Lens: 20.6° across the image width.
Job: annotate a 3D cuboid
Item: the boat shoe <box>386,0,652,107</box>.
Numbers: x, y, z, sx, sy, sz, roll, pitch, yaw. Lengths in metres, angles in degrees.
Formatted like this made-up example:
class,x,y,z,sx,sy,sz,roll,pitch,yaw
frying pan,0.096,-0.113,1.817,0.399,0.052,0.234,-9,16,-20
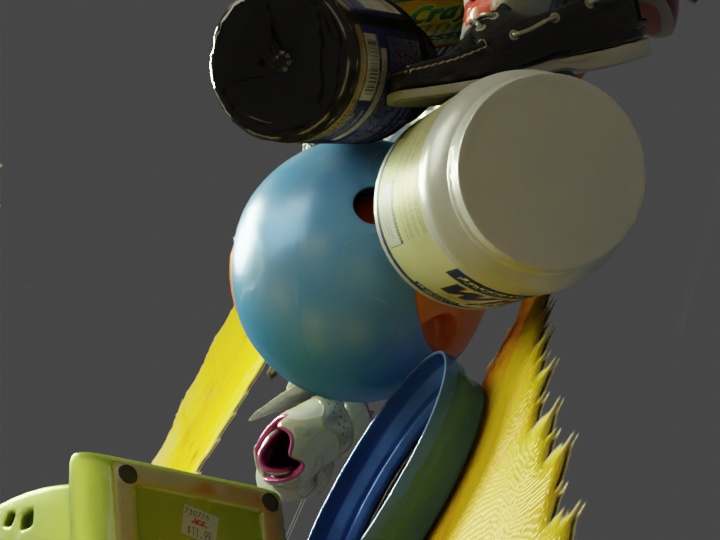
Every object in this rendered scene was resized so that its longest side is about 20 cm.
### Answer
class,x,y,z,sx,sy,sz,roll,pitch,yaw
boat shoe,0.108,-0.158,1.385,0.074,0.200,0.060,-179,75,-78

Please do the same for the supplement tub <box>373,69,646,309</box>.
class,x,y,z,sx,sy,sz,roll,pitch,yaw
supplement tub,0.097,-0.052,1.304,0.145,0.145,0.200,-60,8,-10

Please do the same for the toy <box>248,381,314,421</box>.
class,x,y,z,sx,sy,sz,roll,pitch,yaw
toy,-0.026,0.080,1.703,0.115,0.047,0.200,-15,-12,-21

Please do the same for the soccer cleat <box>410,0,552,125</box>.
class,x,y,z,sx,sy,sz,roll,pitch,yaw
soccer cleat,0.096,-0.146,1.497,0.200,0.068,0.085,-50,50,52

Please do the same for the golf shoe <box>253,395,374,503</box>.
class,x,y,z,sx,sy,sz,roll,pitch,yaw
golf shoe,-0.061,0.152,1.674,0.091,0.075,0.200,-19,-17,-31

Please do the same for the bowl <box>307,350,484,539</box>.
class,x,y,z,sx,sy,sz,roll,pitch,yaw
bowl,0.022,0.151,1.384,0.201,0.039,0.201,-57,8,13

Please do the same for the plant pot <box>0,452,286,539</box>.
class,x,y,z,sx,sy,sz,roll,pitch,yaw
plant pot,-0.154,0.247,1.399,0.181,0.200,0.199,-43,43,40

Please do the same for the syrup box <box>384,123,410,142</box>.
class,x,y,z,sx,sy,sz,roll,pitch,yaw
syrup box,0.013,-0.048,1.642,0.200,0.081,0.079,-48,11,8

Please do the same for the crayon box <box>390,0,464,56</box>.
class,x,y,z,sx,sy,sz,roll,pitch,yaw
crayon box,0.045,-0.198,1.632,0.200,0.058,0.173,-15,-22,-36

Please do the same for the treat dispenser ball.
class,x,y,z,sx,sy,sz,roll,pitch,yaw
treat dispenser ball,0.000,0.000,1.507,0.201,0.201,0.201,-57,8,12

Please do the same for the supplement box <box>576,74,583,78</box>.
class,x,y,z,sx,sy,sz,roll,pitch,yaw
supplement box,0.126,-0.135,1.736,0.200,0.069,0.067,-53,8,26

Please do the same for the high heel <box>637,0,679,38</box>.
class,x,y,z,sx,sy,sz,roll,pitch,yaw
high heel,0.213,-0.226,1.506,0.200,0.067,0.096,170,122,-83

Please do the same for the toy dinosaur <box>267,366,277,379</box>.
class,x,y,z,sx,sy,sz,roll,pitch,yaw
toy dinosaur,-0.016,0.020,1.732,0.200,0.088,0.047,-28,20,13

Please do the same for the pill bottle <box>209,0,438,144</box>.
class,x,y,z,sx,sy,sz,roll,pitch,yaw
pill bottle,-0.017,-0.146,1.423,0.112,0.112,0.200,-56,-18,16

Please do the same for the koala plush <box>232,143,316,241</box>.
class,x,y,z,sx,sy,sz,roll,pitch,yaw
koala plush,-0.035,-0.055,2.090,0.200,0.177,0.184,-44,26,48

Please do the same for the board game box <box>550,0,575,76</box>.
class,x,y,z,sx,sy,sz,roll,pitch,yaw
board game box,0.138,-0.136,1.559,0.151,0.037,0.200,109,176,-50
